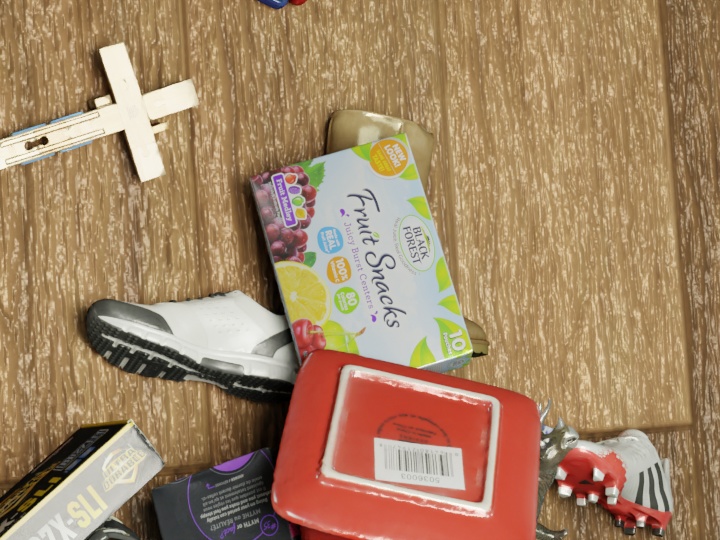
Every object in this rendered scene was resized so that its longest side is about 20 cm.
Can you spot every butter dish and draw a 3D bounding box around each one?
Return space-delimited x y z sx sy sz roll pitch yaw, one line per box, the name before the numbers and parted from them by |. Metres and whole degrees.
butter dish | 0.029 0.180 1.329 0.198 0.149 0.200 13 36 0

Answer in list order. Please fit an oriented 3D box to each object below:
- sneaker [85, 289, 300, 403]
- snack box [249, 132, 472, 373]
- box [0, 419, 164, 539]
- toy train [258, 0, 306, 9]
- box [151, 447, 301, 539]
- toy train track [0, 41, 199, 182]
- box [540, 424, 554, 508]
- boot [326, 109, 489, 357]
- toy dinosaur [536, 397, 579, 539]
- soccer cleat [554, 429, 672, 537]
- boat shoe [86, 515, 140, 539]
sneaker | -0.137 0.052 1.439 0.198 0.074 0.081 17 64 -26
snack box | 0.000 0.000 1.439 0.141 0.053 0.202 -16 73 -5
box | -0.255 0.198 1.314 0.200 0.159 0.049 -42 102 -21
toy train | -0.042 -0.335 1.484 0.084 0.116 0.202 23 76 -20
box | -0.072 0.254 1.370 0.106 0.121 0.202 13 59 -62
toy train track | -0.232 -0.119 1.428 0.198 0.032 0.116 -20 100 -19
box | 0.065 0.211 1.484 0.147 0.107 0.202 21 76 -20
boot | 0.045 -0.030 1.522 0.174 0.066 0.202 11 79 -23
toy dinosaur | 0.103 0.205 1.415 0.199 0.077 0.103 -34 85 -15
soccer cleat | 0.231 0.178 1.556 0.200 0.068 0.086 37 57 -47
boat shoe | -0.159 0.281 1.401 0.200 0.067 0.072 48 69 -15
